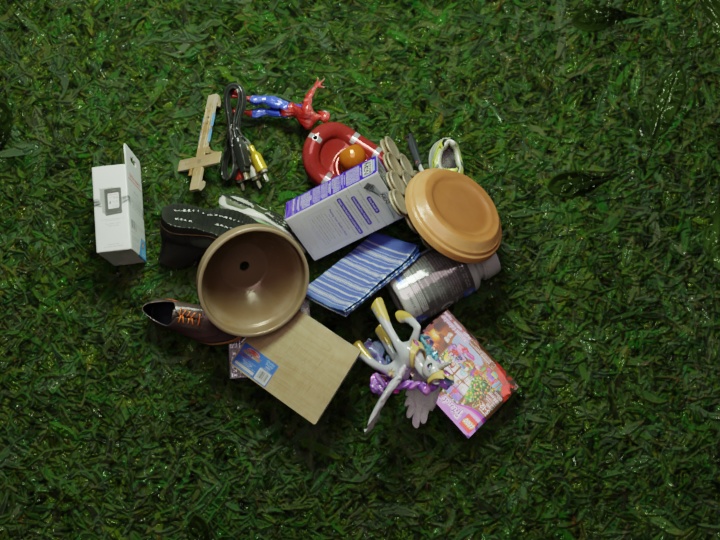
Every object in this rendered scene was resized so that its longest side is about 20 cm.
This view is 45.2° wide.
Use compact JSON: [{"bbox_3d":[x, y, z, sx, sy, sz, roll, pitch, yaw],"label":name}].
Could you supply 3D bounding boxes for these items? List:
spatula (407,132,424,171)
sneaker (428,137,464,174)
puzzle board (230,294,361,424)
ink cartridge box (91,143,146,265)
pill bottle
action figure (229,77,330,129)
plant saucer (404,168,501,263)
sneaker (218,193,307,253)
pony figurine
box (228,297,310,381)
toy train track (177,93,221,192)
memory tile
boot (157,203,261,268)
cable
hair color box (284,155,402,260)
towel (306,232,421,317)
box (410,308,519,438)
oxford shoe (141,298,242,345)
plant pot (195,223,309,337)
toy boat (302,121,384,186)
[{"bbox_3d":[0.123,-0.189,1.652,0.020,0.057,0.202,-5,55,-24],"label":"spatula"},{"bbox_3d":[0.165,-0.156,1.653,0.074,0.076,0.204,-8,81,-4],"label":"sneaker"},{"bbox_3d":[-0.116,0.156,1.546,0.198,0.017,0.152,31,84,19],"label":"puzzle board"},{"bbox_3d":[-0.451,-0.121,1.618,0.065,0.116,0.204,-7,78,-1],"label":"ink cartridge box"},{"bbox_3d":[0.152,0.009,1.600,0.198,0.114,0.115,-29,80,-5],"label":"pill bottle"},{"bbox_3d":[-0.143,-0.331,1.686,0.197,0.066,0.100,16,51,14],"label":"action figure"},{"bbox_3d":[0.172,-0.106,1.541,0.197,0.038,0.203,17,50,-20],"label":"plant saucer"},{"bbox_3d":[-0.191,-0.070,1.647,0.198,0.077,0.090,28,107,5],"label":"sneaker"},{"bbox_3d":[0.070,0.176,1.514,0.165,0.195,0.200,-7,43,-43],"label":"pony figurine"},{"bbox_3d":[-0.169,0.098,1.611,0.155,0.050,0.204,-5,79,-2],"label":"box"},{"bbox_3d":[-0.296,-0.245,1.683,0.113,0.032,0.203,-5,69,35],"label":"toy train track"},{"bbox_3d":[0.087,-0.143,1.588,0.017,0.153,0.202,-27,42,22],"label":"memory tile"},{"bbox_3d":[-0.279,-0.048,1.615,0.197,0.139,0.078,15,49,-9],"label":"boot"},{"bbox_3d":[-0.235,-0.253,1.669,0.096,0.050,0.204,-14,85,31],"label":"cable"},{"bbox_3d":[-0.028,-0.113,1.589,0.198,0.110,0.065,-24,34,18],"label":"hair color box"},{"bbox_3d":[0.000,0.000,1.577,0.199,0.144,0.024,-38,125,-24],"label":"towel"},{"bbox_3d":[0.177,0.190,1.602,0.137,0.039,0.200,-43,82,-8],"label":"box"},{"bbox_3d":[-0.305,0.093,1.572,0.197,0.072,0.073,8,85,19],"label":"oxford shoe"},{"bbox_3d":[-0.195,0.007,1.527,0.197,0.093,0.204,-7,113,-17],"label":"plant pot"},{"bbox_3d":[-0.017,-0.202,1.632,0.198,0.131,0.131,33,80,5],"label":"toy boat"}]
